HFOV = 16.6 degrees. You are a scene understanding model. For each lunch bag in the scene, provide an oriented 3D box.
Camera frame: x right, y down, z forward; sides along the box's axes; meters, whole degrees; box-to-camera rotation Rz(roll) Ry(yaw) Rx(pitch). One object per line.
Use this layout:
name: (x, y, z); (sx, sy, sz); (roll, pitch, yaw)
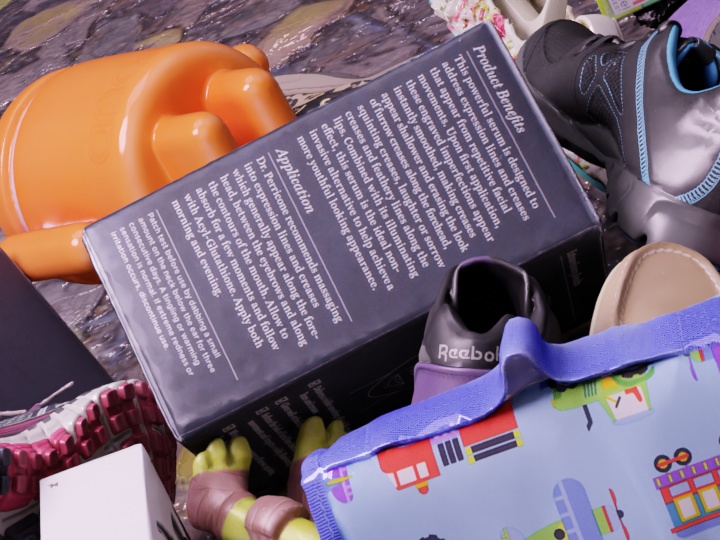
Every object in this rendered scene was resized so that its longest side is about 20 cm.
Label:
lunch bag: (0.082, 0.103, 0.770); (0.150, 0.200, 0.094); (-19, 26, 16)

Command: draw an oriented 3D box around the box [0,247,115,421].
box: (-0.233, 0.111, 1.159); (0.182, 0.104, 0.200); (-28, 22, 26)

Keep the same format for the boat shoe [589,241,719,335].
boat shoe: (0.125, 0.052, 0.933); (0.072, 0.065, 0.200); (4, 42, -1)

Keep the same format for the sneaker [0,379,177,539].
sneaker: (-0.145, 0.089, 1.044); (0.074, 0.081, 0.200); (0, 3, 31)

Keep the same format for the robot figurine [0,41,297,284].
robot figurine: (-0.107, -0.052, 1.233); (0.200, 0.116, 0.144); (-4, 71, 48)

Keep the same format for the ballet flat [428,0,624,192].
ballet flat: (0.095, -0.115, 1.252); (0.075, 0.064, 0.200); (-5, 42, -38)

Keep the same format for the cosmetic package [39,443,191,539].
cosmetic package: (-0.082, 0.161, 0.935); (0.050, 0.083, 0.200); (-22, 34, 6)

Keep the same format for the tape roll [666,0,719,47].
tape roll: (0.238, -0.103, 1.181); (0.200, 0.066, 0.200); (-22, 24, 11)

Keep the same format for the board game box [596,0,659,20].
board game box: (0.193, -0.212, 1.234); (0.199, 0.102, 0.048); (-23, 37, 10)

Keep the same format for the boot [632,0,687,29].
boot: (0.250, -0.193, 1.329); (0.200, 0.077, 0.168); (-8, 27, 49)

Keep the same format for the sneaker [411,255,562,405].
sneaker: (0.059, 0.034, 0.973); (0.075, 0.088, 0.200); (3, 10, 6)

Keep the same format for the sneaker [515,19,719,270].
sneaker: (0.132, -0.075, 1.104); (0.082, 0.073, 0.200); (-65, 29, 18)

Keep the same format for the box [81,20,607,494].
box: (0.000, 0.000, 1.094); (0.200, 0.107, 0.148); (-27, -17, 0)

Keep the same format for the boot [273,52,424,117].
boot: (-0.009, -0.045, 1.315); (0.199, 0.073, 0.151); (2, 42, 35)

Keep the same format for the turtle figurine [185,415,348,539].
turtle figurine: (0.013, 0.112, 0.991); (0.200, 0.065, 0.161); (-22, 30, -27)
